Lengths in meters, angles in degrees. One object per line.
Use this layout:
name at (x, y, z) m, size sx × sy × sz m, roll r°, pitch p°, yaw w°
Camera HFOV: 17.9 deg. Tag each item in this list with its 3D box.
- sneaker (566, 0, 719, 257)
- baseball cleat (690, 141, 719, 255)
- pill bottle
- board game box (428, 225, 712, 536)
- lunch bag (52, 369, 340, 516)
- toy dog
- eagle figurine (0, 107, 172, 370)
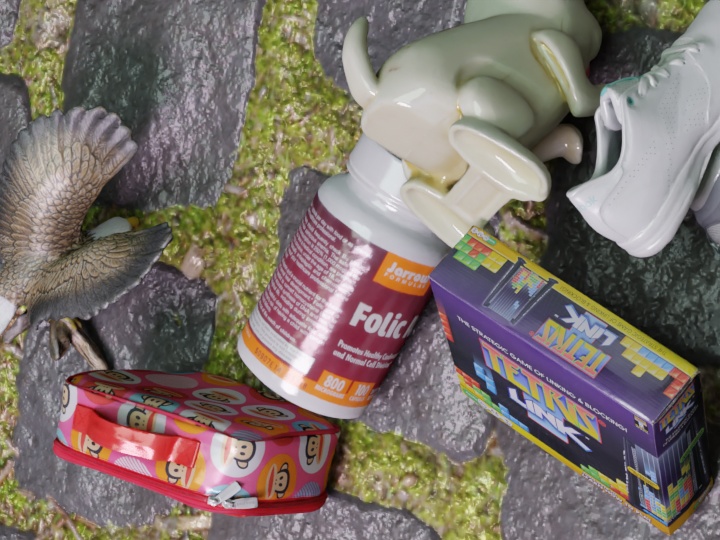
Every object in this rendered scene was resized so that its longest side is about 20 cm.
sneaker at (0.205, -0.115, 1.562) m, size 0.075 × 0.088 × 0.201 m, roll -13°, pitch 49°, yaw 65°
baseball cleat at (0.312, -0.077, 1.549) m, size 0.200 × 0.070 × 0.107 m, roll -35°, pitch 76°, yaw 37°
pill bottle at (0.000, 0.000, 1.713) m, size 0.114 × 0.114 × 0.201 m, roll 38°, pitch 109°, yaw 28°
board game box at (0.148, 0.078, 1.587) m, size 0.200 × 0.166 × 0.057 m, roll 34°, pitch 71°, yaw 29°
lunch bag at (-0.133, 0.130, 1.758) m, size 0.199 × 0.176 × 0.083 m, roll 16°, pitch 97°, yaw 32°
toy dog at (0.094, -0.138, 1.627) m, size 0.193 × 0.200 × 0.140 m, roll 33°, pitch 148°, yaw 6°
eagle figurine at (-0.235, -0.019, 1.842) m, size 0.151 × 0.152 × 0.200 m, roll 24°, pitch 148°, yaw -3°
